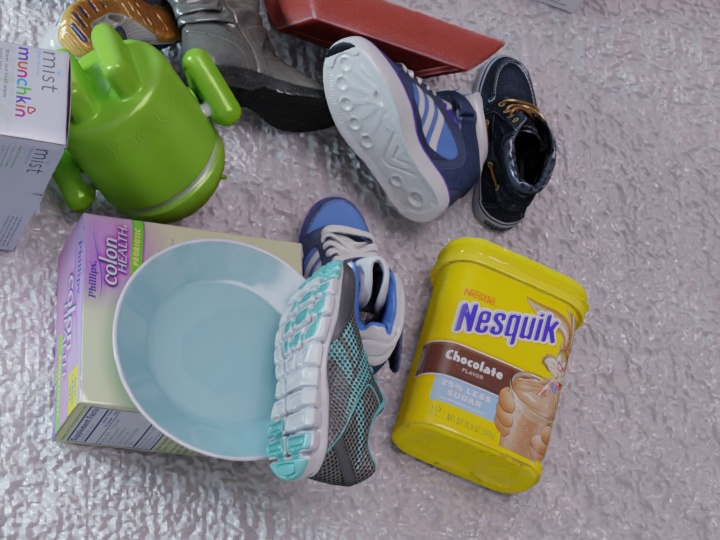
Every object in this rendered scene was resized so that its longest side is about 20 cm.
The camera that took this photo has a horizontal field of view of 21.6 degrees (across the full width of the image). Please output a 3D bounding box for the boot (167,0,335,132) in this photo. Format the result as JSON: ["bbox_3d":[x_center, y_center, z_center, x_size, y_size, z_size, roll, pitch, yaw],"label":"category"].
[{"bbox_3d":[-0.092,-0.210,1.779,0.200,0.068,0.131,10,61,-40],"label":"boot"}]

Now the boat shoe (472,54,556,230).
[{"bbox_3d":[0.158,-0.143,1.868,0.071,0.091,0.200,13,60,-18],"label":"boat shoe"}]

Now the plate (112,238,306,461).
[{"bbox_3d":[-0.112,0.068,1.565,0.200,0.026,0.200,10,61,-19],"label":"plate"}]

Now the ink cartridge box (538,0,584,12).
[{"bbox_3d":[0.238,-0.388,1.962,0.084,0.200,0.146,16,59,-16],"label":"ink cartridge box"}]

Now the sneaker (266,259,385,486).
[{"bbox_3d":[-0.020,0.089,1.549,0.091,0.078,0.200,24,60,-31],"label":"sneaker"}]

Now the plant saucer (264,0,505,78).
[{"bbox_3d":[0.014,-0.227,1.803,0.200,0.200,0.037,17,88,-15],"label":"plant saucer"}]

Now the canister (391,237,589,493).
[{"bbox_3d":[0.119,0.089,1.737,0.149,0.087,0.200,24,59,-11],"label":"canister"}]

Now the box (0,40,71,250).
[{"bbox_3d":[-0.347,-0.106,1.558,0.176,0.200,0.097,7,62,-20],"label":"box"}]

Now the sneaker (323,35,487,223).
[{"bbox_3d":[0.051,-0.157,1.796,0.200,0.081,0.146,60,40,-18],"label":"sneaker"}]

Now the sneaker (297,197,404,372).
[{"bbox_3d":[0.000,0.000,1.682,0.081,0.146,0.200,10,62,-19],"label":"sneaker"}]

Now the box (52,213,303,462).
[{"bbox_3d":[-0.156,0.061,1.621,0.200,0.097,0.176,8,62,-21],"label":"box"}]

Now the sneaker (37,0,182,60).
[{"bbox_3d":[-0.235,-0.218,1.743,0.075,0.088,0.200,58,33,4],"label":"sneaker"}]

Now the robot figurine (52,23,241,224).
[{"bbox_3d":[-0.194,-0.120,1.646,0.175,0.200,0.116,-31,45,4],"label":"robot figurine"}]
